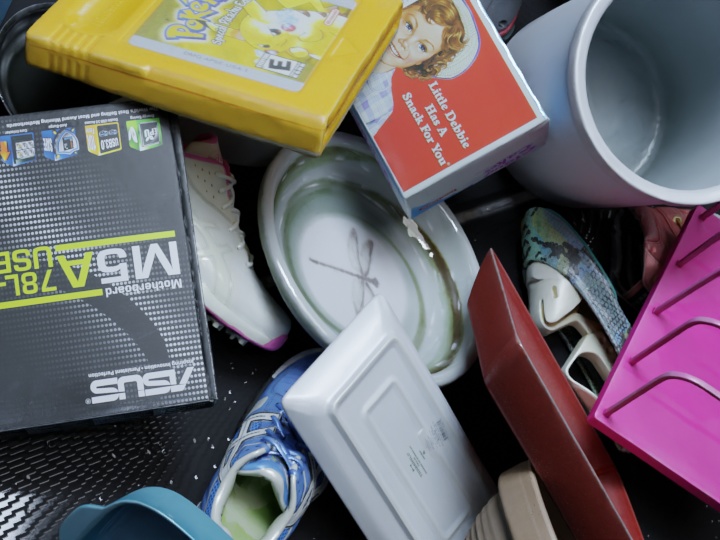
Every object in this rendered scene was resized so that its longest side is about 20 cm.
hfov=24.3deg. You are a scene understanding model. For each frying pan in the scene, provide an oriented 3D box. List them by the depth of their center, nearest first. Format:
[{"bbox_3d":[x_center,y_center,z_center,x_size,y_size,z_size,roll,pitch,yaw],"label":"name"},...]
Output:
[{"bbox_3d":[-0.177,-0.142,1.170,0.190,0.031,0.115,-30,90,-42],"label":"frying pan"}]

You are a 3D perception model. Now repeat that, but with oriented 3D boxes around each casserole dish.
[{"bbox_3d":[-0.093,0.206,0.998,0.200,0.121,0.039,43,37,-2],"label":"casserole dish"}]

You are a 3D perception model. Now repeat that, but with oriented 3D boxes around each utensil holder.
[{"bbox_3d":[0.198,-0.129,1.224,0.168,0.200,0.172,0,90,-14],"label":"utensil holder"}]

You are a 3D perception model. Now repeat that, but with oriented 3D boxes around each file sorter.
[{"bbox_3d":[0.279,0.047,1.168,0.138,0.125,0.201,34,62,-5],"label":"file sorter"}]

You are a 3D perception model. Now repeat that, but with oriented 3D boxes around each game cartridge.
[{"bbox_3d":[-0.089,-0.156,1.080,0.199,0.033,0.177,19,38,7],"label":"game cartridge"}]

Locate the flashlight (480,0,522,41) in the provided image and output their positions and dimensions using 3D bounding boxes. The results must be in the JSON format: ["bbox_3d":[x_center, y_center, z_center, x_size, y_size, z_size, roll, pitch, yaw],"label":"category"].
[{"bbox_3d":[0.121,-0.236,1.266,0.068,0.200,0.068,-18,76,-31],"label":"flashlight"}]

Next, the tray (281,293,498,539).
[{"bbox_3d":[0.032,0.124,1.093,0.107,0.022,0.201,-47,121,-30],"label":"tray"}]

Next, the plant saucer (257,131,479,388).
[{"bbox_3d":[0.000,0.000,1.165,0.199,0.050,0.201,26,46,-30],"label":"plant saucer"}]

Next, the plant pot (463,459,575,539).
[{"bbox_3d":[0.114,0.232,1.074,0.092,0.201,0.202,-26,77,7],"label":"plant pot"}]

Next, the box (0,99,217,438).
[{"bbox_3d":[-0.198,0.002,1.027,0.198,0.048,0.195,-7,78,-9],"label":"box"}]

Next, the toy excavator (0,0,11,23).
[{"bbox_3d":[-0.257,-0.234,1.147,0.193,0.100,0.201,22,50,-17],"label":"toy excavator"}]

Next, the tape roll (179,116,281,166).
[{"bbox_3d":[-0.093,-0.170,1.206,0.202,0.037,0.204,18,53,-26],"label":"tape roll"}]

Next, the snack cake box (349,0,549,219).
[{"bbox_3d":[0.035,-0.154,1.173,0.114,0.067,0.201,-28,78,-1],"label":"snack cake box"}]

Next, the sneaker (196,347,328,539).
[{"bbox_3d":[-0.052,0.129,1.076,0.075,0.077,0.201,32,55,-7],"label":"sneaker"}]

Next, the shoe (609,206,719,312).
[{"bbox_3d":[0.244,0.038,1.277,0.090,0.072,0.202,9,58,-20],"label":"shoe"}]

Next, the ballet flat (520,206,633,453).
[{"bbox_3d":[0.164,0.047,1.232,0.074,0.074,0.201,-28,79,-34],"label":"ballet flat"}]

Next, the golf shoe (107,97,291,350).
[{"bbox_3d":[-0.106,-0.034,1.104,0.091,0.075,0.200,-44,103,2],"label":"golf shoe"}]

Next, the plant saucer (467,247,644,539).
[{"bbox_3d":[0.128,0.102,1.116,0.037,0.200,0.201,-28,105,8],"label":"plant saucer"}]
